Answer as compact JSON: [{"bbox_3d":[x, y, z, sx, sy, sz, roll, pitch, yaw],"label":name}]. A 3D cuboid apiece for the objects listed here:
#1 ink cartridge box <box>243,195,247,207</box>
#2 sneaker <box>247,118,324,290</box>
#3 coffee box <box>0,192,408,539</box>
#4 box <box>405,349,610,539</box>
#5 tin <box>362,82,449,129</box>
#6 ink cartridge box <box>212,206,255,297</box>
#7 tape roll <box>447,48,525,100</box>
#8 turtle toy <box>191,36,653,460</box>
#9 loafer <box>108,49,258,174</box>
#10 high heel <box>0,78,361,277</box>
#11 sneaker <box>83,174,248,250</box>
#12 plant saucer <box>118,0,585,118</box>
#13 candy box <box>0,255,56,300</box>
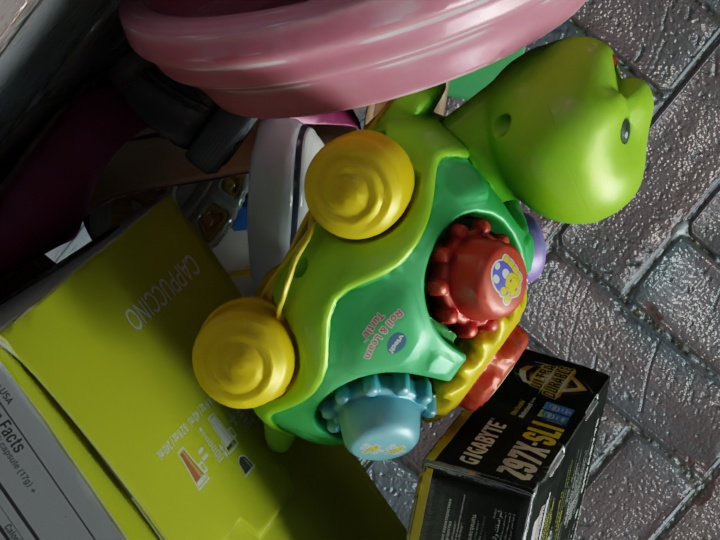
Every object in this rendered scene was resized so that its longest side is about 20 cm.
[{"bbox_3d":[-0.034,-0.028,1.354,0.044,0.200,0.094,22,114,-41],"label":"ink cartridge box"},{"bbox_3d":[0.000,0.000,1.123,0.200,0.071,0.073,68,25,-56],"label":"sneaker"},{"bbox_3d":[-0.121,0.120,1.009,0.198,0.200,0.200,-32,-174,22],"label":"coffee box"},{"bbox_3d":[0.046,0.147,1.039,0.160,0.049,0.201,-39,143,-68],"label":"box"},{"bbox_3d":[0.028,-0.108,1.199,0.200,0.042,0.112,83,22,-87],"label":"tin"},{"bbox_3d":[-0.084,0.036,1.186,0.116,0.067,0.200,-7,-160,17],"label":"ink cartridge box"},{"bbox_3d":[0.077,-0.190,1.399,0.200,0.048,0.201,-167,-90,-88],"label":"tape roll"},{"bbox_3d":[0.027,-0.008,0.969,0.200,0.101,0.146,-55,177,14],"label":"turtle toy"},{"bbox_3d":[-0.037,-0.128,1.096,0.200,0.063,0.072,-60,-175,-36],"label":"loafer"},{"bbox_3d":[-0.081,-0.042,1.097,0.200,0.096,0.067,-49,178,-34],"label":"high heel"},{"bbox_3d":[-0.066,-0.089,1.216,0.200,0.076,0.088,-52,-159,-15],"label":"sneaker"},{"bbox_3d":[0.010,-0.110,0.980,0.200,0.051,0.201,-17,-159,7],"label":"plant saucer"},{"bbox_3d":[-0.210,0.093,1.261,0.200,0.056,0.117,-53,177,20],"label":"candy box"}]
